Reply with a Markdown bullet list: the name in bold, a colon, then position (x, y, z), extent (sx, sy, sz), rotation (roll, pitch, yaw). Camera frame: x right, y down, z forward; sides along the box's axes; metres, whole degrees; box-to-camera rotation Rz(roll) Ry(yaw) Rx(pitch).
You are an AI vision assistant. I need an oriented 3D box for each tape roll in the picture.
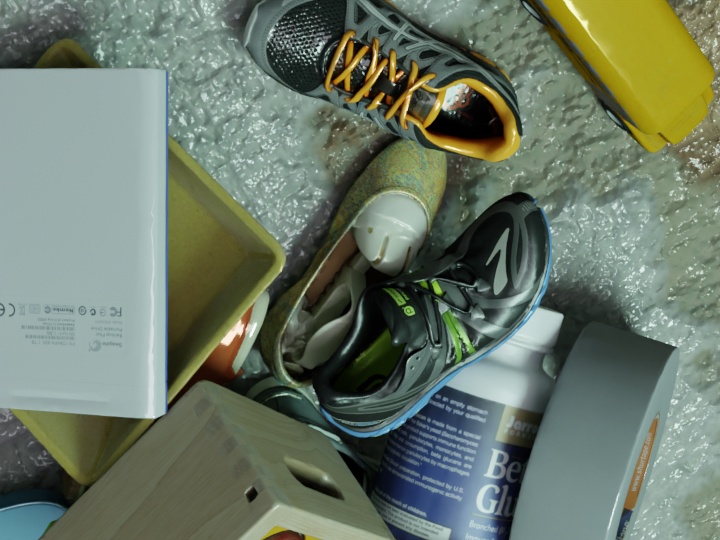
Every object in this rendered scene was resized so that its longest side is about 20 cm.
- **tape roll**: position (0.168, 0.142, 0.957), extent (0.065, 0.200, 0.203), rotation (18, 118, 18)

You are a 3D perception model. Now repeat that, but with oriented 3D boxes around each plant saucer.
- **plant saucer**: position (-0.167, -0.005, 0.835), extent (0.200, 0.048, 0.200), rotation (44, 103, 9)

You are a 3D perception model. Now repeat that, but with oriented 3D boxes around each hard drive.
- **hard drive**: position (-0.178, -0.018, 0.799), extent (0.130, 0.025, 0.203), rotation (2, 95, 16)

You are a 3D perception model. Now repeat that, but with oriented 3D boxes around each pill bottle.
- **pill bottle**: position (0.077, 0.115, 0.949), extent (0.110, 0.111, 0.203), rotation (15, 93, -21)

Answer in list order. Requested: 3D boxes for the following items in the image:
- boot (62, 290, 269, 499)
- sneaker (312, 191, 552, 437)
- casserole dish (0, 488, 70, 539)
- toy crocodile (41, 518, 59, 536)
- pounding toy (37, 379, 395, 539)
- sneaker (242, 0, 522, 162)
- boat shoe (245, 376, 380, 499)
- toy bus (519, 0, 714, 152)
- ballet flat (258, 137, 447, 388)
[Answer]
- **boot**: position (-0.137, 0.081, 0.920), extent (0.106, 0.075, 0.202), rotation (19, 110, -28)
- **sneaker**: position (0.048, 0.029, 0.874), extent (0.199, 0.071, 0.083), rotation (-44, 148, 4)
- **casserole dish**: position (-0.280, 0.222, 0.976), extent (0.197, 0.039, 0.122), rotation (-17, 121, -4)
- **toy crocodile**: position (-0.141, 0.180, 0.944), extent (0.199, 0.062, 0.068), rotation (-6, 144, -47)
- **pounding toy**: position (-0.059, 0.186, 0.849), extent (0.184, 0.143, 0.200), rotation (-44, 146, 9)
- **sneaker**: position (0.022, -0.124, 0.847), extent (0.198, 0.077, 0.079), rotation (15, 115, -20)
- **boat shoe**: position (-0.019, 0.164, 0.998), extent (0.072, 0.062, 0.201), rotation (-35, 121, 4)
- **toy bus**: position (0.163, -0.156, 0.859), extent (0.065, 0.078, 0.200), rotation (-43, 121, 5)
- **ballet flat**: position (0.000, 0.000, 0.913), extent (0.070, 0.071, 0.201), rotation (30, 107, -26)
